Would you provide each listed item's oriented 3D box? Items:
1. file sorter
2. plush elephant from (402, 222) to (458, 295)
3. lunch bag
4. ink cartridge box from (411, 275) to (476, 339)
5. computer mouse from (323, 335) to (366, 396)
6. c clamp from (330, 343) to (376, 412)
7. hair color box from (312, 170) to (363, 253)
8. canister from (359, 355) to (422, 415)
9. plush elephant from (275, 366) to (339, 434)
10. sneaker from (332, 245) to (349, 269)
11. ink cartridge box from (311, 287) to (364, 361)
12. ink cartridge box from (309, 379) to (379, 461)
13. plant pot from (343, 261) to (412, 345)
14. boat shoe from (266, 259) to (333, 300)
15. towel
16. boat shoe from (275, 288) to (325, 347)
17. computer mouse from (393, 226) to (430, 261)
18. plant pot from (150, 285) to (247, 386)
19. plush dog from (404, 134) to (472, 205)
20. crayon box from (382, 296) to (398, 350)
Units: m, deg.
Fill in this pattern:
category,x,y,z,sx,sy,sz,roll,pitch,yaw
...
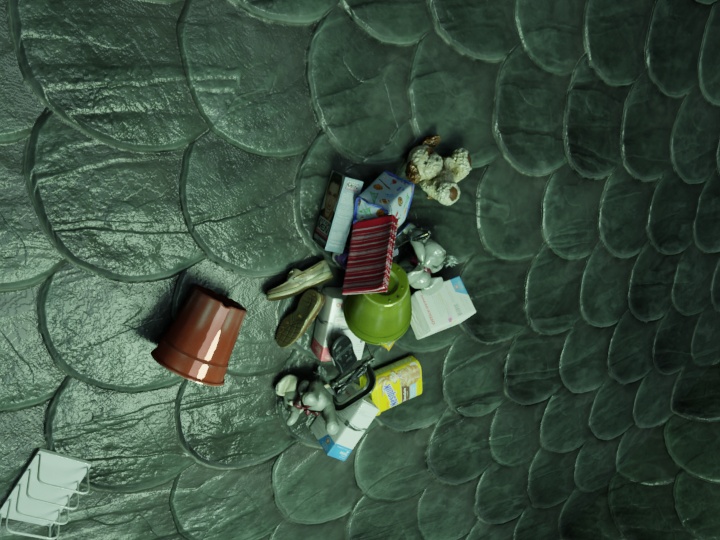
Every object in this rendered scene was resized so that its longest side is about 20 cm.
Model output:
category,x,y,z,sx,sy,sz,roll,pitch,yaw
file sorter,-0.794,0.583,1.345,0.138,0.124,0.201,33,93,-34
plush elephant,0.184,-0.014,1.611,0.155,0.200,0.164,-49,132,1
lunch bag,0.060,-0.141,1.491,0.170,0.123,0.202,-45,156,-43
ink cartridge box,0.237,0.123,1.703,0.197,0.125,0.130,-17,74,-21
computer mouse,-0.068,0.278,1.571,0.140,0.046,0.201,-43,135,-18
c clamp,-0.023,0.343,1.678,0.199,0.172,0.027,-38,133,7
hair color box,-0.064,-0.161,1.462,0.060,0.099,0.203,10,105,-30
canister,0.105,0.382,1.787,0.197,0.086,0.151,-18,118,-24
plush elephant,-0.169,0.391,1.596,0.153,0.201,0.166,-28,123,11
sneaker,0.000,0.000,1.573,0.199,0.083,0.081,31,94,-35
ink cartridge box,-0.055,0.161,1.608,0.144,0.083,0.203,3,108,-29
ink cartridge box,-0.051,0.469,1.698,0.084,0.144,0.201,33,93,-36
plant pot,0.055,0.071,1.441,0.198,0.202,0.194,-28,158,-16
boat shoe,-0.177,0.028,1.503,0.197,0.072,0.066,-22,83,-15
towel,0.022,-0.040,1.354,0.022,0.143,0.203,30,62,-46
boat shoe,-0.167,0.143,1.544,0.201,0.072,0.067,-53,152,12
computer mouse,0.112,-0.071,1.552,0.198,0.034,0.059,-30,86,15
plant pot,-0.396,0.158,1.364,0.199,0.200,0.198,27,87,-34
plush dog,0.207,-0.291,1.558,0.171,0.160,0.202,41,59,-21
crayon box,0.083,0.159,1.654,0.127,0.051,0.200,-56,156,-14
